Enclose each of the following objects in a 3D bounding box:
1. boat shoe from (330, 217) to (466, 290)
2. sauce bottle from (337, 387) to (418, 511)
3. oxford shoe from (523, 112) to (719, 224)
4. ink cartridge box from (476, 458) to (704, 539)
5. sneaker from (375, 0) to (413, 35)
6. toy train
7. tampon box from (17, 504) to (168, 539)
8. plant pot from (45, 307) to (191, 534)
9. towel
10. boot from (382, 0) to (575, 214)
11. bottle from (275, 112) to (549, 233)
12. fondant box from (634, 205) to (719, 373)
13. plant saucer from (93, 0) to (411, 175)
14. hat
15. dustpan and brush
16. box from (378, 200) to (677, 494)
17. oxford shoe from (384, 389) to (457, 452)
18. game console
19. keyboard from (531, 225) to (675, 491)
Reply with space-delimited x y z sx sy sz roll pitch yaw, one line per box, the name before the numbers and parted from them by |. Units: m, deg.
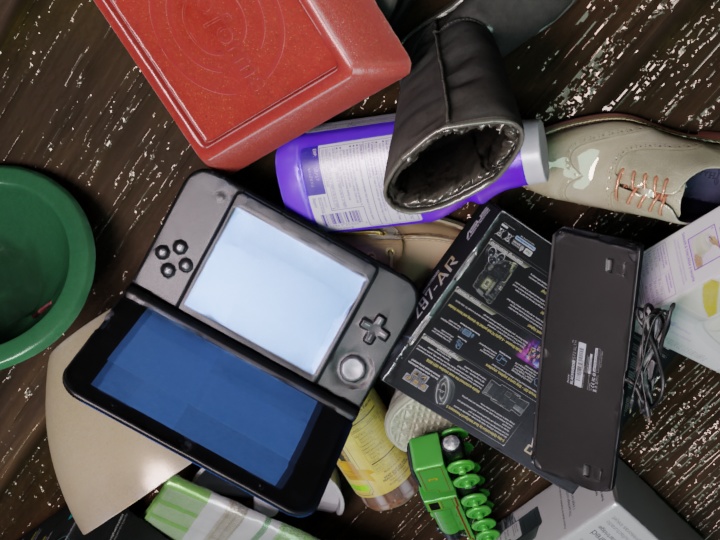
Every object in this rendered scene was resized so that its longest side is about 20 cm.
boat shoe | 0.000 0.000 0.924 0.199 0.069 0.074 -3 117 5
sauce bottle | -0.016 0.115 0.990 0.065 0.065 0.200 -24 112 16
oxford shoe | 0.214 -0.073 0.868 0.199 0.074 0.071 1 118 3
ink cartridge box | 0.195 0.279 1.049 0.147 0.083 0.200 42 114 -16
sneaker | -0.023 -0.201 0.823 0.114 0.076 0.200 35 132 9
toy train | 0.080 0.190 0.990 0.056 0.042 0.200 -14 146 6
tampon box | -0.275 0.319 1.049 0.126 0.150 0.200 43 123 -17
plant pot | -0.174 0.098 0.936 0.200 0.200 0.135 -35 88 20
towel | -0.098 0.248 1.056 0.200 0.031 0.149 27 143 -8
boot | 0.087 -0.138 0.771 0.182 0.200 0.073 -39 108 21
bottle | 0.039 -0.077 0.869 0.199 0.065 0.084 -7 115 17
fondant box | 0.313 0.001 0.853 0.144 0.058 0.200 24 137 -31
plant saucer | -0.094 -0.176 0.805 0.200 0.037 0.200 -24 106 37
hat | -0.302 0.026 0.983 0.200 0.176 0.166 -28 76 -6
dustpan and brush | -0.074 0.161 0.992 0.139 0.057 0.200 10 132 -2
box | 0.134 0.063 0.917 0.200 0.044 0.160 32 98 -19
oxford shoe | 0.106 0.082 0.971 0.200 0.058 0.075 -31 106 2
game console | -0.078 0.046 0.830 0.200 0.118 0.171 29 97 -2
keyboard | 0.186 0.070 0.869 0.104 0.040 0.201 19 115 40
